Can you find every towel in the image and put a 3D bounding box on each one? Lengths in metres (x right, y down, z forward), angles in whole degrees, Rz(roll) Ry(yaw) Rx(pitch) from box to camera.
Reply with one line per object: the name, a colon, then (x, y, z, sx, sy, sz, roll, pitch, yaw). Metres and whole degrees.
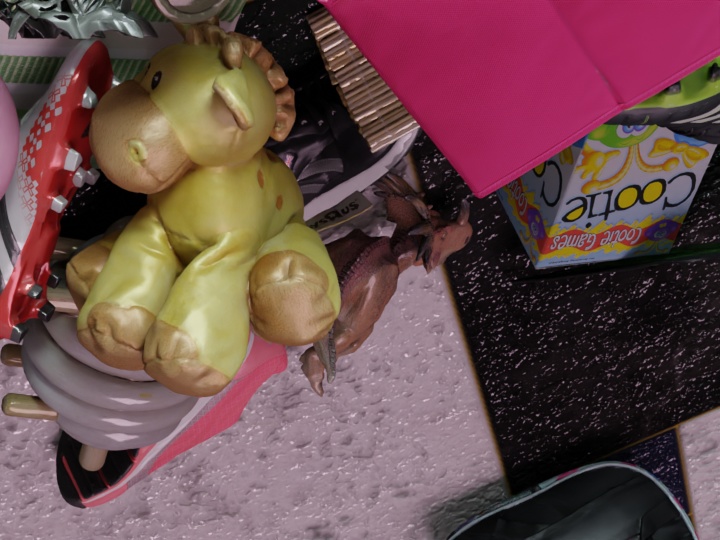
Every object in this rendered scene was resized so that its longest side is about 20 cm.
towel: (-0.144, -0.135, 1.320, 0.152, 0.023, 0.200, -2, 139, -26)

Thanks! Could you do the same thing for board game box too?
board game box: (0.163, -0.110, 1.447, 0.102, 0.105, 0.201, -7, 139, -22)

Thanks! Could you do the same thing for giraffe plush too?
giraffe plush: (-0.087, -0.054, 1.276, 0.200, 0.172, 0.163, -41, 134, -31)

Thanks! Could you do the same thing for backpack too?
backpack: (0.180, 0.255, 1.843, 0.199, 0.178, 0.151, -30, 165, 0)

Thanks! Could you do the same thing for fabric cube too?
fabric cube: (0.072, -0.202, 1.213, 0.199, 0.197, 0.199, -31, 141, 10)

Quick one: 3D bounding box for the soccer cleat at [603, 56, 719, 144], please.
soccer cleat: (0.191, -0.104, 1.322, 0.199, 0.068, 0.081, -12, 144, -29)

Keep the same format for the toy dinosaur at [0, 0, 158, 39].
toy dinosaur: (-0.156, -0.189, 1.193, 0.199, 0.102, 0.137, -1, 97, -5)

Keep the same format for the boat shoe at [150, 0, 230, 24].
boat shoe: (-0.090, -0.228, 1.139, 0.072, 0.068, 0.201, -7, 111, -29)

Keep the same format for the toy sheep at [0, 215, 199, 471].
toy sheep: (-0.157, 0.048, 1.446, 0.137, 0.138, 0.201, -3, 134, -26)

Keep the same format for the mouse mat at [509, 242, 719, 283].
mouse mat: (0.218, -0.011, 1.561, 0.160, 0.008, 0.200, -11, -179, -34)

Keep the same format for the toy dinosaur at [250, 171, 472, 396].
toy dinosaur: (0.000, 0.000, 1.464, 0.135, 0.086, 0.200, -40, -175, 16)

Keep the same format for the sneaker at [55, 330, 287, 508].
sneaker: (-0.127, 0.105, 1.574, 0.200, 0.074, 0.087, -42, 141, 21)

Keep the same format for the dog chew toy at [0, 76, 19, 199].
dog chew toy: (-0.271, -0.100, 1.218, 0.124, 0.125, 0.200, -30, 134, 8)

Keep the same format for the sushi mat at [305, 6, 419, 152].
sushi mat: (0.070, -0.158, 1.352, 0.199, 0.096, 0.012, -29, 169, 6)

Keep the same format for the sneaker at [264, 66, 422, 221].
sneaker: (-0.037, -0.082, 1.401, 0.087, 0.076, 0.200, 23, 123, -37)

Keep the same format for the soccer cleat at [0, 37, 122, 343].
soccer cleat: (-0.201, -0.052, 1.323, 0.069, 0.085, 0.201, -42, 157, -61)
